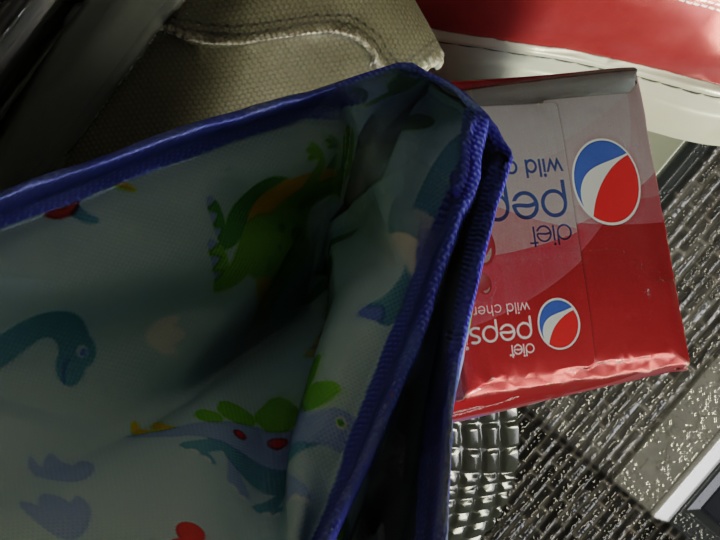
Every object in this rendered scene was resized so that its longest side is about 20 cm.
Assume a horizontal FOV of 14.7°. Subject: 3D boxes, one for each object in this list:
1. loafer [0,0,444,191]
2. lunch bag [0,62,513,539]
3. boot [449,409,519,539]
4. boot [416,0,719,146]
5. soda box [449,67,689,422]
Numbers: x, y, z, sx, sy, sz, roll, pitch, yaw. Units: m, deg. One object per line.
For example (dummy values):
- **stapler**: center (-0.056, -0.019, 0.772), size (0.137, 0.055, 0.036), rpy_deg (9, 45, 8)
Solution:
- **loafer**: center (-0.055, 0.002, 0.580), size (0.200, 0.070, 0.075), rpy_deg (-51, 179, 24)
- **lunch bag**: center (-0.060, 0.067, 0.500), size (0.200, 0.127, 0.170), rpy_deg (-44, 169, -34)
- **boot**: center (0.000, 0.000, 0.795), size (0.067, 0.131, 0.200), rpy_deg (-2, 137, -24)
- **boot**: center (0.086, -0.098, 0.624), size (0.144, 0.199, 0.073), rpy_deg (126, -41, -49)
- **soda box**: center (-0.009, 0.008, 0.673), size (0.063, 0.070, 0.200), rpy_deg (-6, 173, -32)
